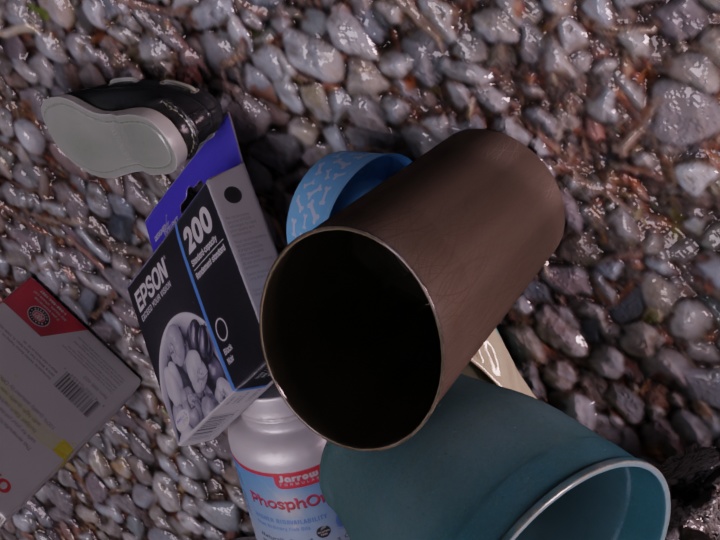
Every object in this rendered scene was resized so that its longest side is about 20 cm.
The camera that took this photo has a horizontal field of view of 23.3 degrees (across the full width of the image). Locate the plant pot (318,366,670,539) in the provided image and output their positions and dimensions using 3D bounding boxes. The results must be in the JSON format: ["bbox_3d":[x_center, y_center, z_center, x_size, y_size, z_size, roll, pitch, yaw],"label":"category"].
[{"bbox_3d":[0.077,0.165,1.203,0.188,0.200,0.201,37,143,38],"label":"plant pot"}]

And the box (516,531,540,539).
[{"bbox_3d":[0.135,0.280,1.335,0.198,0.050,0.201,30,132,32],"label":"box"}]

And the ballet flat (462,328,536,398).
[{"bbox_3d":[0.104,0.110,1.325,0.069,0.069,0.200,-22,109,46],"label":"ballet flat"}]

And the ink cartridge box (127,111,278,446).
[{"bbox_3d":[-0.123,0.010,1.360,0.198,0.043,0.201,-45,60,53],"label":"ink cartridge box"}]

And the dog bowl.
[{"bbox_3d":[0.000,0.000,1.286,0.049,0.111,0.201,22,136,37],"label":"dog bowl"}]

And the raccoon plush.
[{"bbox_3d":[0.252,0.204,1.289,0.134,0.097,0.200,48,158,-19],"label":"raccoon plush"}]

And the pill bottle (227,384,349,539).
[{"bbox_3d":[-0.050,0.160,1.456,0.108,0.109,0.201,11,130,32],"label":"pill bottle"}]

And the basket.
[{"bbox_3d":[0.045,-0.003,1.170,0.136,0.200,0.181,32,135,15],"label":"basket"}]

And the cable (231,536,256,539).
[{"bbox_3d":[-0.074,0.344,1.661,0.199,0.069,0.201,19,133,24],"label":"cable"}]

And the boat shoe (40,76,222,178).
[{"bbox_3d":[-0.180,-0.115,1.366,0.199,0.060,0.076,15,136,47],"label":"boat shoe"}]

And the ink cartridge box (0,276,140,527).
[{"bbox_3d":[-0.321,0.127,1.574,0.145,0.200,0.083,44,139,-1],"label":"ink cartridge box"}]
